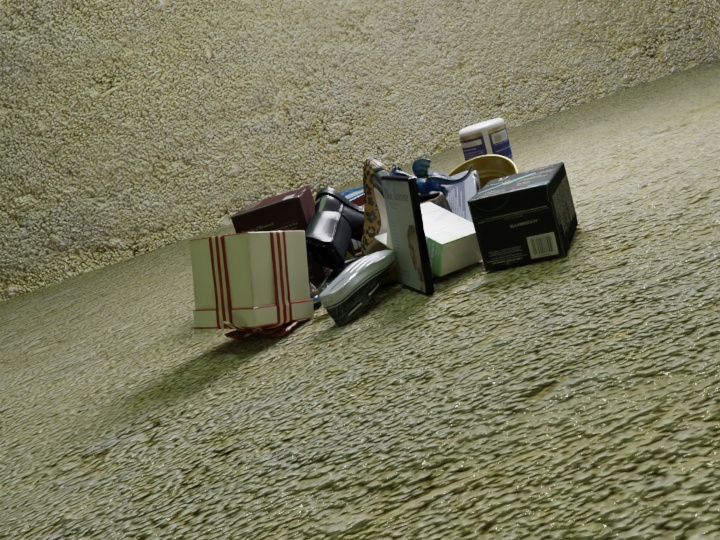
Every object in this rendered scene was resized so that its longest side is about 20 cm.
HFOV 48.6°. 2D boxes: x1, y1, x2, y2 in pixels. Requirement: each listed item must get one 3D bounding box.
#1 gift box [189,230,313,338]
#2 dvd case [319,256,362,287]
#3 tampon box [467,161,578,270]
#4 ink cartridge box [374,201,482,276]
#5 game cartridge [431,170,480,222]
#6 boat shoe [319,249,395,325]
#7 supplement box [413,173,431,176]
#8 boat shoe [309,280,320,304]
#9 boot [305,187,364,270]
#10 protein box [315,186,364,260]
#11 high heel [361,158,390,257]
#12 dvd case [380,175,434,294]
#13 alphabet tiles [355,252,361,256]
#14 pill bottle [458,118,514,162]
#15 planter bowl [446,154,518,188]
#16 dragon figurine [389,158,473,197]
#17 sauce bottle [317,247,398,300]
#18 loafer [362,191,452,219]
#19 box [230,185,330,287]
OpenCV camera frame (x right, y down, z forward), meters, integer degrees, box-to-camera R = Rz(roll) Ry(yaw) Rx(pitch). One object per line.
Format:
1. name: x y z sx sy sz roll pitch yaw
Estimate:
1. gift box: -0.213 0.030 1.455 0.182 0.191 0.198 -4 2 42
2. dvd case: 0.000 0.000 1.681 0.147 0.025 0.200 -16 11 10
3. tampon box: 0.296 -0.100 1.431 0.147 0.129 0.200 -11 12 25
4. ink cartridge box: 0.126 -0.069 1.506 0.115 0.069 0.199 -19 33 -33
5. game cartridge: 0.187 -0.116 1.660 0.131 0.041 0.203 -15 45 21
6. boat shoe: 0.000 0.030 1.427 0.071 0.072 0.199 -6 23 45
7. supplement box: 0.096 -0.140 1.831 0.199 0.070 0.066 -38 -20 26
8. boat shoe: -0.137 0.035 1.609 0.071 0.074 0.199 -23 12 -23
9. boot: -0.031 -0.064 1.697 0.076 0.198 0.170 -37 29 43
10. protein box: -0.027 -0.120 1.990 0.198 0.138 0.196 -28 15 -40
11. high heel: 0.024 -0.124 1.636 0.070 0.144 0.201 -11 -32 -31
12. dvd case: 0.082 -0.066 1.414 0.017 0.205 0.142 -13 11 -16
13. alphabet tiles: 0.104 -0.067 1.784 0.165 0.008 0.199 -19 4 -31
14. pill bottle: 0.314 -0.254 1.926 0.113 0.204 0.116 -15 11 3
15. planter bowl: 0.262 -0.148 1.726 0.197 0.084 0.203 -21 42 20
16. dragon figurine: 0.134 -0.189 1.642 0.198 0.098 0.060 -9 57 53
17. sauce bottle: 0.009 0.013 1.513 0.197 0.066 0.064 -25 14 -25
18. loafer: 0.092 -0.136 1.654 0.196 0.064 0.073 0 46 25
19. box: -0.168 -0.061 1.778 0.161 0.204 0.166 -16 11 9
